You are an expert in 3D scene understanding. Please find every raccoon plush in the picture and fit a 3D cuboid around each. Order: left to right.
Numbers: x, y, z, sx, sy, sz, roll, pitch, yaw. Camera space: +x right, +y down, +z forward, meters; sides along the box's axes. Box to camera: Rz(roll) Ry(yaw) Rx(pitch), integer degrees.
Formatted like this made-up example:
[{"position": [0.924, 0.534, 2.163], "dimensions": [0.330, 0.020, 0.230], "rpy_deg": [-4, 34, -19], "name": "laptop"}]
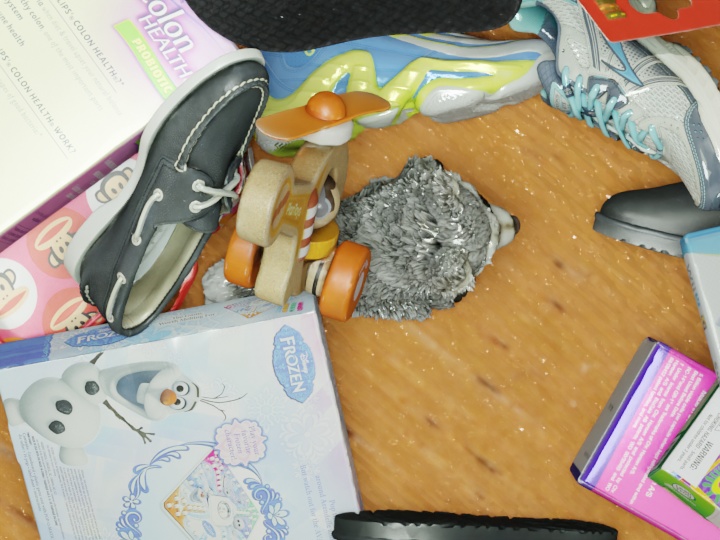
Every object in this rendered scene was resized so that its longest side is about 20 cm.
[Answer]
[{"position": [0.000, 0.000, 1.709], "dimensions": [0.199, 0.134, 0.097], "rpy_deg": [-27, 90, 3], "name": "raccoon plush"}]

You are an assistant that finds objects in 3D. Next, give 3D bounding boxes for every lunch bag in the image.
[{"position": [-0.168, -0.042, 1.744], "dimensions": [0.200, 0.082, 0.176], "rpy_deg": [-38, 90, 3], "name": "lunch bag"}]

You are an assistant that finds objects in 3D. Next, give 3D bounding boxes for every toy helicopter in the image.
[{"position": [-0.034, -0.045, 1.592], "dimensions": [0.078, 0.200, 0.133], "rpy_deg": [19, 93, 9], "name": "toy helicopter"}]

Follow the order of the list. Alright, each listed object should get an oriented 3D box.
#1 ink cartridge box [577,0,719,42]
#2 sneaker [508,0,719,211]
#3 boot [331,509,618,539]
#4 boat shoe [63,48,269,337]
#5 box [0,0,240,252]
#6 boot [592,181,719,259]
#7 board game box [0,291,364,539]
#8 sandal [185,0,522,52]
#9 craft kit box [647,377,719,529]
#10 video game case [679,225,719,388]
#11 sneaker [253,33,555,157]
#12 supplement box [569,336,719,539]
[{"position": [0.147, -0.231, 1.663], "dimensions": [0.047, 0.160, 0.201], "rpy_deg": [-46, 69, 36], "name": "ink cartridge box"}, {"position": [0.153, -0.105, 1.677], "dimensions": [0.086, 0.078, 0.200], "rpy_deg": [-23, 59, -13], "name": "sneaker"}, {"position": [0.070, 0.231, 1.721], "dimensions": [0.197, 0.073, 0.164], "rpy_deg": [6, 92, -21], "name": "boot"}, {"position": [-0.101, -0.044, 1.638], "dimensions": [0.060, 0.075, 0.200], "rpy_deg": [55, 132, 24], "name": "boat shoe"}, {"position": [-0.197, -0.134, 1.656], "dimensions": [0.200, 0.097, 0.176], "rpy_deg": [-37, 90, -1], "name": "box"}, {"position": [0.240, -0.102, 1.729], "dimensions": [0.164, 0.066, 0.201], "rpy_deg": [11, 95, -4], "name": "boot"}, {"position": [-0.104, 0.122, 1.730], "dimensions": [0.198, 0.043, 0.201], "rpy_deg": [-10, 115, 4], "name": "board game box"}, {"position": [-0.006, -0.165, 1.595], "dimensions": [0.199, 0.045, 0.075], "rpy_deg": [1, 127, 5], "name": "sandal"}, {"position": [0.304, 0.100, 1.650], "dimensions": [0.197, 0.049, 0.200], "rpy_deg": [37, 76, 0], "name": "craft kit box"}, {"position": [0.278, 0.061, 1.626], "dimensions": [0.142, 0.018, 0.201], "rpy_deg": [-13, 78, -8], "name": "video game case"}, {"position": [0.022, -0.140, 1.735], "dimensions": [0.199, 0.076, 0.106], "rpy_deg": [-13, 84, -2], "name": "sneaker"}, {"position": [0.240, 0.132, 1.719], "dimensions": [0.199, 0.101, 0.104], "rpy_deg": [30, 91, 1], "name": "supplement box"}]
